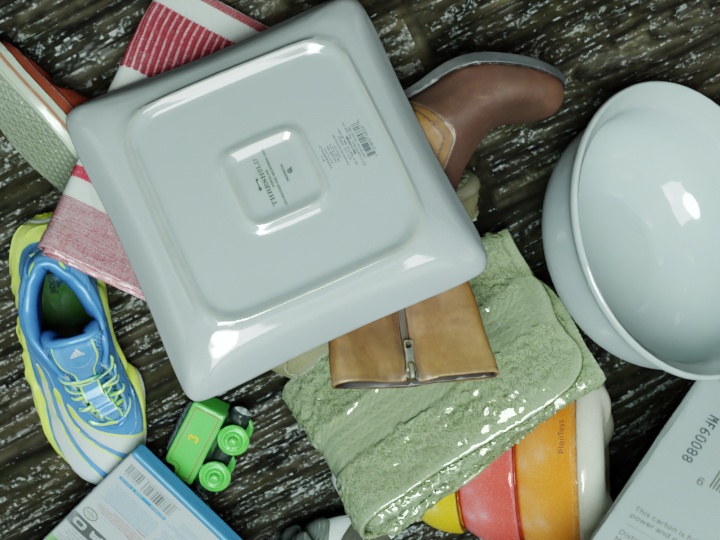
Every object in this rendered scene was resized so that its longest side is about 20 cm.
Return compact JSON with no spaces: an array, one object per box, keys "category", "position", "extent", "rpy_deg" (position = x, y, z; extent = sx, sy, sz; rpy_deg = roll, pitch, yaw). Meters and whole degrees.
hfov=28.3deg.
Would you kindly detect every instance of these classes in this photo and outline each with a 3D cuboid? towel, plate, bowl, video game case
[{"category":"towel","position":[0.050,0.073,0.968],"extent":[0.200,0.148,0.036],"rpy_deg":[-37,147,6]},{"category":"towel","position":[-0.101,-0.071,0.909],"extent":[0.144,0.023,0.200],"rpy_deg":[27,71,-19]},{"category":"plate","position":[-0.051,-0.052,0.852],"extent":[0.200,0.032,0.200],"rpy_deg":[-24,77,-8]},{"category":"bowl","position":[0.189,-0.018,0.960],"extent":[0.201,0.090,0.201],"rpy_deg":[10,71,-32]},{"category":"video game case","position":[-0.165,0.232,0.995],"extent":[0.143,0.018,0.200],"rpy_deg":[44,111,-4]}]

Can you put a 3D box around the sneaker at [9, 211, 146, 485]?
[{"category":"sneaker","position":[-0.190,0.066,0.939],"extent":[0.076,0.105,0.200],"rpy_deg":[-16,107,-3]}]

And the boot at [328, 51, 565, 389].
[{"category":"boot","position":[0.057,-0.032,0.889],"extent":[0.188,0.068,0.200],"rpy_deg":[-7,70,-15]}]

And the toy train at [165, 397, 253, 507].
[{"category":"toy train","position":[-0.138,0.177,1.016],"extent":[0.056,0.042,0.200],"rpy_deg":[27,101,-5]}]

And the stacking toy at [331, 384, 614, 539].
[{"category":"stacking toy","position":[0.078,0.138,1.010],"extent":[0.200,0.146,0.146],"rpy_deg":[-2,107,11]}]

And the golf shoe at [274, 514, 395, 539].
[{"category":"golf shoe","position":[0.003,0.268,1.015],"extent":[0.094,0.078,0.200],"rpy_deg":[-14,105,-16]}]

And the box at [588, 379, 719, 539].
[{"category":"box","position":[0.249,0.220,0.913],"extent":[0.200,0.199,0.171],"rpy_deg":[-48,153,-28]}]

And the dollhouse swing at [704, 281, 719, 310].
[{"category":"dollhouse swing","position":[0.370,0.047,0.982],"extent":[0.200,0.176,0.182],"rpy_deg":[-24,109,0]}]

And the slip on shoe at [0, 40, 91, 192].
[{"category":"slip on shoe","position":[-0.168,-0.081,0.928],"extent":[0.200,0.074,0.061],"rpy_deg":[40,63,-11]}]

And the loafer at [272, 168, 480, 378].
[{"category":"loafer","position":[0.000,0.000,0.968],"extent":[0.200,0.076,0.067],"rpy_deg":[-33,120,-2]}]
